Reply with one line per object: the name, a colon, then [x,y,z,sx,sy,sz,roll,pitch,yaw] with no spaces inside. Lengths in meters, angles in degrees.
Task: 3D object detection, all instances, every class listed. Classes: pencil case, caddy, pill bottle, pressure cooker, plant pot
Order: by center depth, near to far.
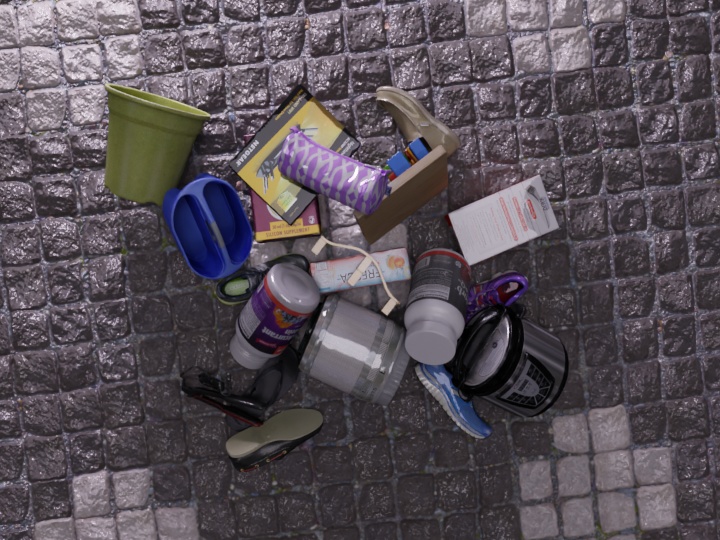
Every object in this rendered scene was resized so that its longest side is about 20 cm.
pencil case: [-0.045,-0.168,1.305,0.196,0.084,0.087,24,118,12]
pill bottle: [0.143,0.067,1.420,0.113,0.117,0.203,17,48,-2]
caddy: [-0.283,-0.083,1.425,0.140,0.105,0.203,-30,125,-18]
pressure cooker: [0.267,0.167,1.426,0.197,0.178,0.179,28,57,-25]
plant pot: [-0.399,-0.230,1.432,0.196,0.201,0.188,17,103,-2]
pill bottle: [-0.169,0.093,1.439,0.111,0.112,0.201,37,121,-1]

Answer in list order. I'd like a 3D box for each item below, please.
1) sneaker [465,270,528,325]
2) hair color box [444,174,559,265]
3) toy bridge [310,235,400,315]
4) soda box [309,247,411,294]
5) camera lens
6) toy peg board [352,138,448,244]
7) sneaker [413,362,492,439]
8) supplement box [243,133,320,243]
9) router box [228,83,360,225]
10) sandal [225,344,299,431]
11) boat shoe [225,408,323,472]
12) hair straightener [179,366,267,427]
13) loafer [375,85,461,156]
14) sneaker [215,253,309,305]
sneaker: [0.238,0.057,1.492,0.197,0.083,0.082,-30,91,1]
hair color box: [0.277,-0.097,1.500,0.196,0.064,0.113,-22,91,1]
toy bridge: [0.000,0.000,1.442,0.199,0.027,0.068,40,90,-2]
soda box: [-0.001,0.001,1.492,0.195,0.068,0.065,-9,92,-1]
camera lens: [-0.013,0.150,1.450,0.196,0.160,0.163,24,91,-2]
toy peg board: [0.059,-0.167,1.436,0.198,0.199,0.099,-37,76,-1]
sneaker: [0.196,0.245,1.498,0.089,0.079,0.201,-41,92,2]
supplement box: [-0.147,-0.161,1.468,0.127,0.103,0.206,-8,91,-1]
router box: [-0.120,-0.209,1.391,0.157,0.052,0.201,42,88,-4]
sandal: [-0.189,0.238,1.505,0.076,0.043,0.201,38,90,-2]
boat shoe: [-0.165,0.333,1.502,0.197,0.074,0.064,-21,128,-11]
hair straightener: [-0.269,0.234,1.488,0.196,0.041,0.079,20,98,16]
loafer: [0.105,-0.284,1.485,0.198,0.076,0.069,36,84,-2]
sneaker: [-0.192,0.021,1.482,0.196,0.081,0.075,-21,92,-1]
